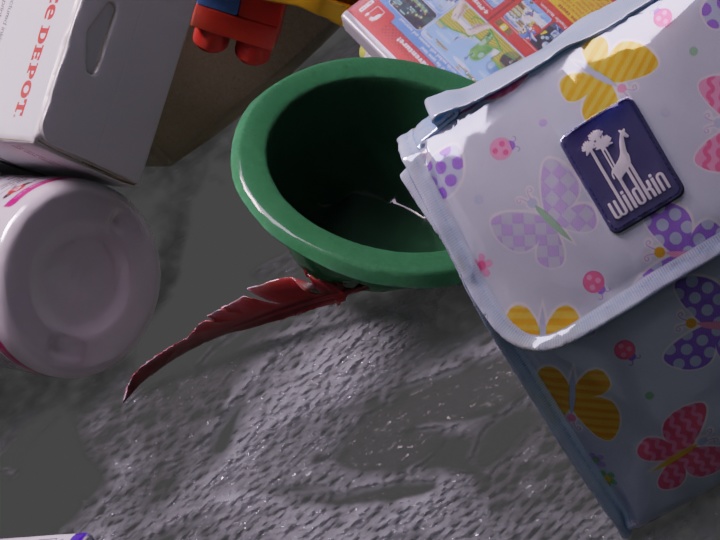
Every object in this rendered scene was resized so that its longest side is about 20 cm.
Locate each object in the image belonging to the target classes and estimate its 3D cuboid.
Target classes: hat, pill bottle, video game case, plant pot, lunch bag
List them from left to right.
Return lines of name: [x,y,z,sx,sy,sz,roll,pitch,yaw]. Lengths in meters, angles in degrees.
pill bottle: [-0.214,-0.001,1.682,0.113,0.114,0.199,-44,28,-25]
plant pot: [-0.153,-0.176,1.864,0.199,0.200,0.178,4,56,52]
hat: [0.000,0.000,1.548,0.199,0.177,0.166,24,47,16]
video game case: [0.109,-0.155,1.608,0.200,0.017,0.143,-38,63,-12]
lunch bag: [0.129,-0.014,1.205,0.169,0.201,0.127,-28,25,7]

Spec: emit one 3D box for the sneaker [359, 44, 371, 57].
sneaker: [0.084,-0.182,1.713,0.199,0.076,0.105,-29,24,10]

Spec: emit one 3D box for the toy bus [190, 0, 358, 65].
toy bus: [-0.030,-0.210,1.712,0.199,0.193,0.136,13,31,3]

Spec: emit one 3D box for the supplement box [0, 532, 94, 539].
supplement box: [-0.190,0.194,1.311,0.199,0.102,0.104,-8,33,41]

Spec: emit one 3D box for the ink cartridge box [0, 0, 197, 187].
ink cartridge box: [-0.195,-0.133,1.674,0.199,0.083,0.148,8,78,49]
